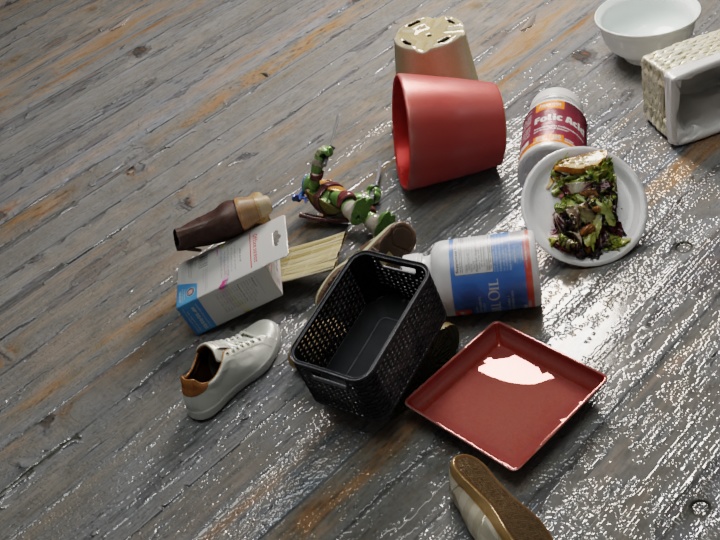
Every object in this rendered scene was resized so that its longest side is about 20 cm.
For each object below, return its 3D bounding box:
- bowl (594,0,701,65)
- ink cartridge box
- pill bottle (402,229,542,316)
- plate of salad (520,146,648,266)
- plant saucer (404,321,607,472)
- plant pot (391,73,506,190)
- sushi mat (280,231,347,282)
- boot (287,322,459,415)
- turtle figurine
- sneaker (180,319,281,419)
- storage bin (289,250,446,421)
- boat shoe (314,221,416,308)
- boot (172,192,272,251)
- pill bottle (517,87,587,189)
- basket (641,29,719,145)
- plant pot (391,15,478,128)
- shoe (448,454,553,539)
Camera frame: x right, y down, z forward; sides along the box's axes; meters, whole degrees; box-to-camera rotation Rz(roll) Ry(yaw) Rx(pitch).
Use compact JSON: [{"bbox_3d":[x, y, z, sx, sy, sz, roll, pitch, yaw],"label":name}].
[{"bbox_3d":[0.553,-0.458,2.056,0.197,0.092,0.203,-8,37,6],"label":"bowl"},{"bbox_3d":[-0.188,0.006,1.679,0.197,0.068,0.116,-25,36,10],"label":"ink cartridge box"},{"bbox_3d":[0.163,0.008,1.567,0.196,0.114,0.113,-7,37,10],"label":"pill bottle"},{"bbox_3d":[0.346,-0.105,1.643,0.196,0.048,0.204,-1,69,1],"label":"plate of salad"},{"bbox_3d":[0.192,0.170,1.413,0.199,0.037,0.198,-37,44,-28],"label":"plant saucer"},{"bbox_3d":[0.152,-0.246,1.844,0.173,0.203,0.202,-6,36,-5],"label":"plant pot"},{"bbox_3d":[-0.117,-0.010,1.721,0.197,0.012,0.097,-14,36,23],"label":"sushi mat"},{"bbox_3d":[0.018,0.107,1.526,0.198,0.067,0.175,22,49,39],"label":"boot"},{"bbox_3d":[-0.012,-0.153,1.802,0.198,0.146,0.194,-31,44,-16],"label":"turtle figurine"},{"bbox_3d":[-0.186,0.123,1.553,0.072,0.086,0.200,12,42,32],"label":"sneaker"},{"bbox_3d":[0.013,0.085,1.440,0.133,0.094,0.201,13,55,34],"label":"storage bin"},{"bbox_3d":[0.004,0.005,1.671,0.201,0.075,0.075,-39,9,-20],"label":"boat shoe"},{"bbox_3d":[-0.230,-0.074,1.760,0.164,0.074,0.200,-20,-4,-10],"label":"boot"},{"bbox_3d":[0.326,-0.216,1.798,0.112,0.116,0.202,-2,39,15],"label":"pill bottle"},{"bbox_3d":[0.591,-0.323,1.837,0.197,0.137,0.124,-20,35,-9],"label":"basket"},{"bbox_3d":[0.141,-0.361,1.984,0.196,0.186,0.202,-8,37,6],"label":"plant pot"},{"bbox_3d":[0.165,0.300,1.252,0.069,0.054,0.200,4,30,-35],"label":"shoe"}]
